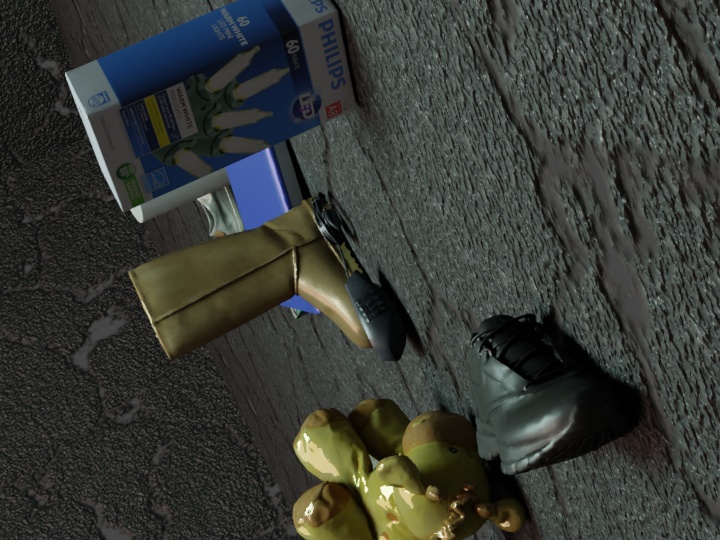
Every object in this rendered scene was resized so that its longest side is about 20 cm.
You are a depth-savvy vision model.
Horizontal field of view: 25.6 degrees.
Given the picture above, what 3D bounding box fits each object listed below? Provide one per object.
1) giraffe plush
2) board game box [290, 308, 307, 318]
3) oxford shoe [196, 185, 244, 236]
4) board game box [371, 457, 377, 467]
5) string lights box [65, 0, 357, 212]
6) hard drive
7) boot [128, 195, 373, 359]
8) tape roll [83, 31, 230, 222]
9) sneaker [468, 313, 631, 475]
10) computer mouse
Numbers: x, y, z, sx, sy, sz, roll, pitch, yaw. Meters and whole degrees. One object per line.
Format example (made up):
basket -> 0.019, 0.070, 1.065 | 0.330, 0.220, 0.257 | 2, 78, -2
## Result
giraffe plush -> 0.047, 0.182, 1.316 | 0.162, 0.171, 0.201 | -49, 53, 55
board game box -> -0.081, -0.024, 1.768 | 0.200, 0.029, 0.135 | 129, 117, -78
oxford shoe -> -0.206, -0.133, 2.078 | 0.075, 0.057, 0.201 | -160, 48, -79
board game box -> 0.021, 0.285, 1.896 | 0.201, 0.046, 0.151 | 65, 170, 3
string lights box -> -0.109, -0.135, 1.190 | 0.059, 0.199, 0.103 | 57, 168, 40
hard drive -> -0.091, -0.059, 1.638 | 0.132, 0.025, 0.202 | 11, 120, 62
boot -> -0.096, 0.036, 1.502 | 0.176, 0.199, 0.066 | 61, 169, 25
tape roll -> -0.245, -0.177, 1.931 | 0.203, 0.138, 0.203 | 59, 165, 26
sneaker -> 0.101, 0.071, 0.968 | 0.200, 0.075, 0.092 | 167, 86, -77
computer mouse -> 0.000, 0.000, 1.436 | 0.059, 0.034, 0.201 | 52, -169, -55
